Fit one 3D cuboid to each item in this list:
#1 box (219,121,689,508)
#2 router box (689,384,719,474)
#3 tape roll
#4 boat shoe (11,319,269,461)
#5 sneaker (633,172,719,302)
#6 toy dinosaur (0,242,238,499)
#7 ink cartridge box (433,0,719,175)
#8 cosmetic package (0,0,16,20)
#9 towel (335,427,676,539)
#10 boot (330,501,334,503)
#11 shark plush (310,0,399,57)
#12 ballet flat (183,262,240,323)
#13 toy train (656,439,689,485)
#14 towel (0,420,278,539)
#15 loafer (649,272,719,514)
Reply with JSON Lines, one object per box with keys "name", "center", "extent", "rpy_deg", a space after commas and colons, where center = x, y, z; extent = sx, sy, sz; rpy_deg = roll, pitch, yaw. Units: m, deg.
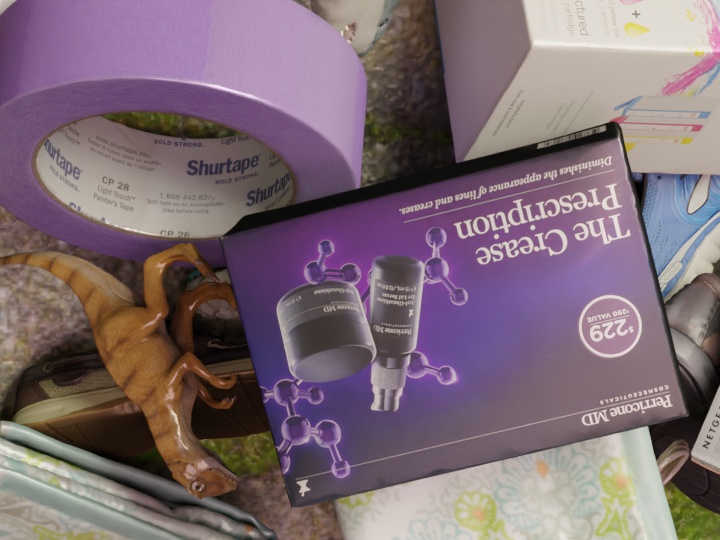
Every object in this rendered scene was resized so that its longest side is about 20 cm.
{"name": "box", "center": [0.048, 0.022, 1.064], "extent": [0.199, 0.079, 0.142], "rpy_deg": [-14, 99, 8]}
{"name": "router box", "center": [0.272, 0.033, 1.220], "extent": [0.179, 0.049, 0.201], "rpy_deg": [22, 91, -60]}
{"name": "tape roll", "center": [-0.097, -0.074, 1.119], "extent": [0.199, 0.066, 0.200], "rpy_deg": [4, 153, 2]}
{"name": "boat shoe", "center": [-0.103, 0.058, 1.216], "extent": [0.199, 0.065, 0.073], "rpy_deg": [-11, 146, 3]}
{"name": "sneaker", "center": [0.192, -0.066, 1.233], "extent": [0.089, 0.079, 0.200], "rpy_deg": [32, 101, -21]}
{"name": "toy dinosaur", "center": [-0.121, 0.028, 1.156], "extent": [0.106, 0.060, 0.200], "rpy_deg": [-39, 67, 3]}
{"name": "ink cartridge box", "center": [0.153, -0.135, 1.136], "extent": [0.199, 0.129, 0.125], "rpy_deg": [0, 154, -16]}
{"name": "cosmetic package", "center": [-0.110, -0.201, 1.130], "extent": [0.199, 0.081, 0.113], "rpy_deg": [-7, 110, -7]}
{"name": "towel", "center": [0.067, 0.097, 1.138], "extent": [0.170, 0.048, 0.201], "rpy_deg": [-14, 90, 6]}
{"name": "boot", "center": [0.026, 0.071, 1.232], "extent": [0.095, 0.074, 0.201], "rpy_deg": [12, 127, -9]}
{"name": "shark plush", "center": [0.023, -0.210, 1.097], "extent": [0.083, 0.091, 0.201], "rpy_deg": [27, 84, -48]}
{"name": "ballet flat", "center": [0.000, 0.000, 1.219], "extent": [0.199, 0.072, 0.072], "rpy_deg": [-20, 112, -2]}
{"name": "toy train", "center": [0.114, 0.166, 1.270], "extent": [0.150, 0.056, 0.200], "rpy_deg": [-30, 152, -36]}
{"name": "towel", "center": [-0.170, 0.177, 1.244], "extent": [0.199, 0.048, 0.171], "rpy_deg": [25, 125, -22]}
{"name": "loafer", "center": [0.207, 0.076, 1.264], "extent": [0.063, 0.072, 0.200], "rpy_deg": [-53, 148, -19]}
